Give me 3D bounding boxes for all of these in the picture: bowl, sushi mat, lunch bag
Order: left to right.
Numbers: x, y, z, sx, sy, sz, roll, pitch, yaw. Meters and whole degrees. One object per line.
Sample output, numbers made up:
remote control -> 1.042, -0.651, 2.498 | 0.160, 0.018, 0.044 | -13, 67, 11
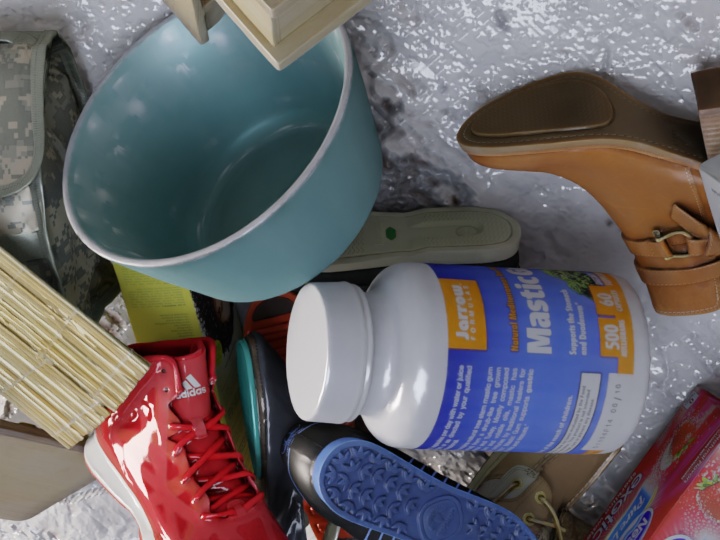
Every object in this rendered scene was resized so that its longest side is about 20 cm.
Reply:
lunch bag -> -0.249, -0.053, 1.703 | 0.164, 0.118, 0.200 | -2, 118, 17
sushi mat -> -0.227, 0.024, 1.669 | 0.200, 0.012, 0.096 | 40, 124, -12
bowl -> -0.066, -0.062, 1.632 | 0.201, 0.201, 0.105 | -20, 139, 23

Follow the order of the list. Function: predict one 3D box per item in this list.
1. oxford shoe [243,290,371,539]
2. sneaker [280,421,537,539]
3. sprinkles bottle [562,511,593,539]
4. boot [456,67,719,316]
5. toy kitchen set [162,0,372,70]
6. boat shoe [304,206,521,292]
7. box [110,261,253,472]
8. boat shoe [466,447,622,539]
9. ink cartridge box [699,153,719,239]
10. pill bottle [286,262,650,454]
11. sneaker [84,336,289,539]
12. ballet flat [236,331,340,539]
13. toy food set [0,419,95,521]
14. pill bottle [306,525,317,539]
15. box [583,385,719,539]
oxford shoe -> -0.023, 0.095, 1.789 | 0.071, 0.073, 0.200 | -11, 111, 21
sneaker -> 0.036, 0.152, 1.697 | 0.200, 0.078, 0.070 | 38, 85, -28
sprinkles bottle -> 0.201, 0.233, 1.837 | 0.200, 0.068, 0.068 | 29, 125, -9
boot -> 0.166, -0.040, 1.657 | 0.200, 0.074, 0.155 | -3, 128, 16
toy kitchen set -> -0.045, -0.231, 1.578 | 0.200, 0.180, 0.163 | 48, 168, 16
boat shoe -> 0.000, 0.000, 1.715 | 0.200, 0.072, 0.068 | 2, 125, 5
box -> -0.107, 0.056, 1.774 | 0.050, 0.075, 0.200 | -3, 125, 15
boat shoe -> 0.098, 0.165, 1.767 | 0.200, 0.066, 0.074 | -42, 133, 1
ink cartridge box -> 0.301, 0.002, 1.612 | 0.147, 0.083, 0.200 | -28, 120, -10
pill bottle -> 0.062, 0.052, 1.640 | 0.200, 0.112, 0.112 | 3, 128, -19
sneaker -> -0.101, 0.115, 1.676 | 0.200, 0.078, 0.116 | 37, 131, 35
ballet flat -> -0.044, 0.130, 1.738 | 0.073, 0.073, 0.200 | 3, 110, 9
toy food set -> -0.255, 0.104, 1.795 | 0.200, 0.061, 0.143 | 15, 151, -32
pill bottle -> -0.021, 0.255, 1.815 | 0.113, 0.200, 0.113 | 5, 125, 8
box -> 0.203, 0.187, 1.741 | 0.095, 0.100, 0.200 | 34, 97, -13
